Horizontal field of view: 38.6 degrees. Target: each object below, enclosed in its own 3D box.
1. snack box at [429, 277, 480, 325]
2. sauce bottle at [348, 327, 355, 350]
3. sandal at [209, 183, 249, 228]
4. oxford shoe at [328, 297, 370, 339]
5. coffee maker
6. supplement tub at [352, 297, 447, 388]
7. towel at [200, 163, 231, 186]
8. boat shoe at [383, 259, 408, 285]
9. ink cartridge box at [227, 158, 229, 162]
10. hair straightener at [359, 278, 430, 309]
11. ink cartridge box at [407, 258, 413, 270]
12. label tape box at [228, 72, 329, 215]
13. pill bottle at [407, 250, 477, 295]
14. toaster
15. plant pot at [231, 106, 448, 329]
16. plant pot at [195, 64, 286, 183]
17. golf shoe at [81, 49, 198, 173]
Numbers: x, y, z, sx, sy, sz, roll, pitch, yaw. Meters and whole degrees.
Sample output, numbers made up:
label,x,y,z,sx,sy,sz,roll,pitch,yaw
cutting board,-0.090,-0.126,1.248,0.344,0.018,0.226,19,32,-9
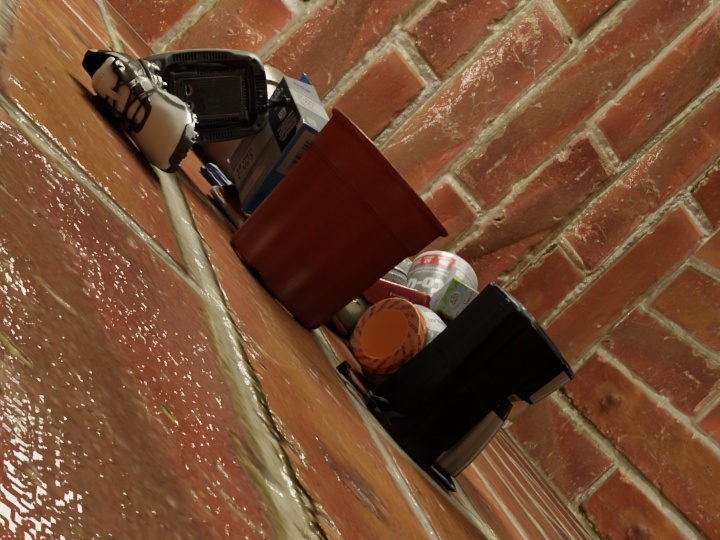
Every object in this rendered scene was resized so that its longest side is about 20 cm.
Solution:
label,x,y,z,sx,sy,sz,roll,pitch,yaw
snack box,0.151,0.083,1.388,0.141,0.053,0.200,30,-14,-2
sauce bottle,0.063,0.147,1.451,0.200,0.066,0.066,50,1,-28
sandal,-0.137,-0.086,1.432,0.079,0.059,0.206,51,10,25
oxford shoe,-0.013,0.050,1.459,0.071,0.075,0.200,49,2,24
coffee maker,0.115,0.116,1.144,0.135,0.200,0.192,48,2,44
supplement tub,0.078,0.124,1.319,0.123,0.122,0.200,49,2,43
towel,-0.167,-0.088,1.588,0.200,0.024,0.147,48,1,-4
boat shoe,0.000,0.000,1.512,0.198,0.068,0.073,0,-25,44
ink cartridge box,-0.101,-0.126,1.595,0.116,0.197,0.068,48,44,-73
hair straightener,-0.010,0.029,1.358,0.197,0.041,0.077,12,-11,-8
ink cartridge box,0.064,0.069,1.754,0.200,0.146,0.083,46,1,-42
label tape box,-0.110,-0.172,1.356,0.066,0.144,0.201,23,25,-32
pill bottle,0.102,0.077,1.566,0.114,0.113,0.201,46,45,-23
toaster,-0.199,-0.224,1.309,0.129,0.197,0.115,-143,-132,-70
plant pot,-0.033,-0.049,1.206,0.201,0.195,0.201,47,2,-2
plant pot,-0.184,-0.216,1.731,0.200,0.199,0.175,45,20,-52
golf shoe,-0.243,-0.174,1.102,0.094,0.078,0.200,21,19,-43
